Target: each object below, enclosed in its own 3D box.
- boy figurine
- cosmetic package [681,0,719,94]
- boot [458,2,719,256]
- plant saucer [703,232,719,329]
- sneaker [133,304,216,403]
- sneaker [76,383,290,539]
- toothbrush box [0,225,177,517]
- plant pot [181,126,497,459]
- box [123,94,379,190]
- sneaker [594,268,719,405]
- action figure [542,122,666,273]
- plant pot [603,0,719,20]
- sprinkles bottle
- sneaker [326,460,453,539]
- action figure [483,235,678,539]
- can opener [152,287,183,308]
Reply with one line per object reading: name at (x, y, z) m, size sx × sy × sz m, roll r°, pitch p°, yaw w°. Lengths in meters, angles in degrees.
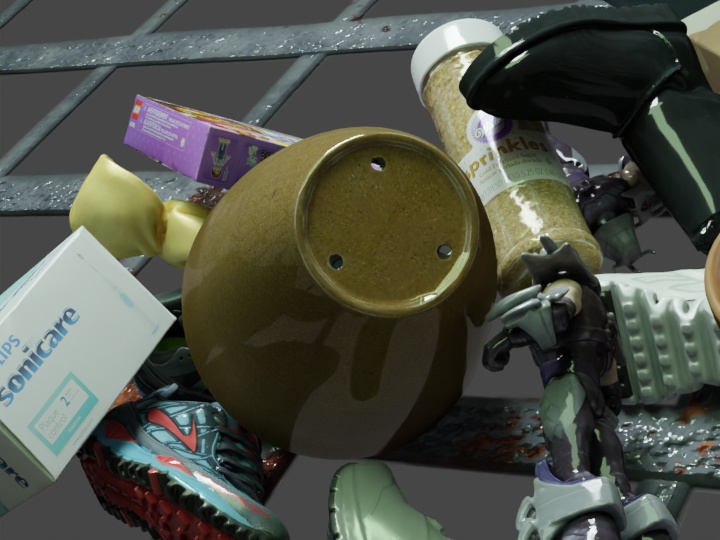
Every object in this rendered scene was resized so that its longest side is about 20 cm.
boy figurine at (-0.093, -0.025, 1.081) m, size 0.199 × 0.065 × 0.124 m, roll 15°, pitch 6°, yaw -18°
cosmetic package at (0.301, -0.124, 1.086) m, size 0.105 × 0.071 × 0.200 m, roll -26°, pitch 31°, yaw -10°
boot at (0.173, -0.080, 0.993) m, size 0.197 × 0.073 × 0.163 m, roll -14°, pitch 63°, yaw -39°
plant saucer at (0.268, 0.004, 0.795) m, size 0.199 × 0.038 × 0.201 m, roll -14°, pitch 29°, yaw 8°
sneaker at (-0.072, 0.052, 1.031) m, size 0.198 × 0.083 × 0.071 m, roll 2°, pitch 38°, yaw 33°
sneaker at (-0.092, 0.111, 0.956) m, size 0.095 × 0.080 × 0.200 m, roll -34°, pitch 33°, yaw -24°
toothbrush box at (-0.223, 0.082, 0.997) m, size 0.200 × 0.085 × 0.147 m, roll -35°, pitch 16°, yaw 43°
plant pot at (0.000, 0.000, 0.885) m, size 0.186 × 0.187 × 0.200 m, roll -29°, pitch -6°, yaw -13°
box at (-0.044, -0.069, 1.114) m, size 0.199 × 0.039 × 0.137 m, roll 13°, pitch 8°, yaw -30°
sneaker at (0.188, 0.031, 0.931) m, size 0.199 × 0.076 × 0.081 m, roll 1°, pitch 18°, yaw 35°
action figure at (0.133, -0.058, 1.093) m, size 0.129 × 0.070 × 0.200 m, roll -23°, pitch 44°, yaw -15°
plant pot at (0.263, -0.258, 1.235) m, size 0.199 × 0.200 × 0.135 m, roll -32°, pitch 68°, yaw -18°
sprinkles bottle at (0.089, -0.070, 1.032) m, size 0.068 × 0.068 × 0.201 m, roll -20°, pitch 52°, yaw 2°
sneaker at (0.032, 0.167, 0.817) m, size 0.086 × 0.075 × 0.200 m, roll -12°, pitch 37°, yaw -7°
action figure at (0.107, 0.070, 0.833) m, size 0.069 × 0.130 × 0.201 m, roll -25°, pitch 47°, yaw 23°
can opener at (-0.156, 0.034, 1.136) m, size 0.198 × 0.067 × 0.053 m, roll -11°, pitch 33°, yaw 7°
